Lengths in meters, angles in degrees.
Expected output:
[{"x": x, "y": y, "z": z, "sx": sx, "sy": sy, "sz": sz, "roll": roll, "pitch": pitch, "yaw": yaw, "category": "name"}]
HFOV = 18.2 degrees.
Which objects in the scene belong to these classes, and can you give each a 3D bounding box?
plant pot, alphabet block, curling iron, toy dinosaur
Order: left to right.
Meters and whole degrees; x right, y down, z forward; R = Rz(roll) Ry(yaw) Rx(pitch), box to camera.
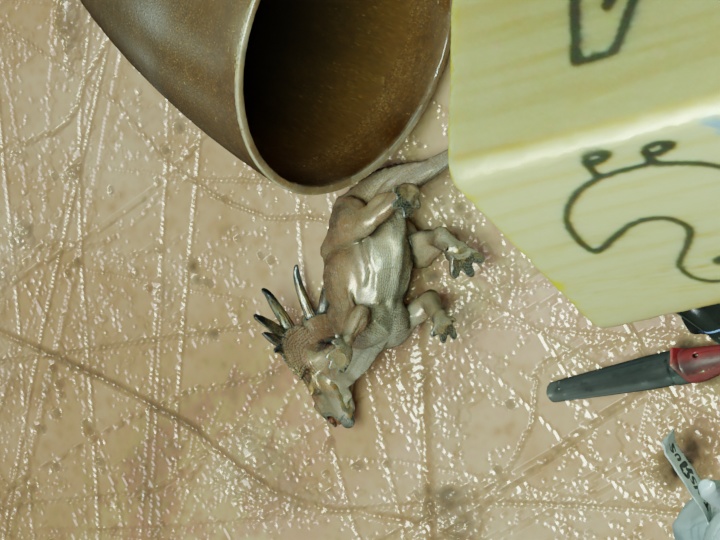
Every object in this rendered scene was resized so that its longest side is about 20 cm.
[{"x": -0.077, "y": -0.167, "z": 1.370, "sx": 0.199, "sy": 0.186, "sz": 0.188, "roll": 25, "pitch": 107, "yaw": 36, "category": "plant pot"}, {"x": 0.000, "y": 0.000, "z": 1.407, "sx": 0.135, "sy": 0.085, "sz": 0.201, "roll": 16, "pitch": 87, "yaw": 60, "category": "toy dinosaur"}, {"x": 0.193, "y": 0.060, "z": 1.328, "sx": 0.199, "sy": 0.050, "sz": 0.026, "roll": -7, "pitch": 118, "yaw": 39, "category": "curling iron"}, {"x": 0.177, "y": -0.109, "z": 1.203, "sx": 0.199, "sy": 0.195, "sz": 0.198, "roll": -14, "pitch": 55, "yaw": 28, "category": "alphabet block"}]

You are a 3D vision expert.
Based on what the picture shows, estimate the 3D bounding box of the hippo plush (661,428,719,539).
[{"x": 0.272, "y": 0.152, "z": 1.273, "sx": 0.160, "sy": 0.159, "sz": 0.201, "roll": -22, "pitch": 107, "yaw": -3, "category": "hippo plush"}]

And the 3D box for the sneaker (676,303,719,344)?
[{"x": 0.236, "y": 0.007, "z": 1.295, "sx": 0.199, "sy": 0.070, "sz": 0.079, "roll": 14, "pitch": 106, "yaw": 31, "category": "sneaker"}]
